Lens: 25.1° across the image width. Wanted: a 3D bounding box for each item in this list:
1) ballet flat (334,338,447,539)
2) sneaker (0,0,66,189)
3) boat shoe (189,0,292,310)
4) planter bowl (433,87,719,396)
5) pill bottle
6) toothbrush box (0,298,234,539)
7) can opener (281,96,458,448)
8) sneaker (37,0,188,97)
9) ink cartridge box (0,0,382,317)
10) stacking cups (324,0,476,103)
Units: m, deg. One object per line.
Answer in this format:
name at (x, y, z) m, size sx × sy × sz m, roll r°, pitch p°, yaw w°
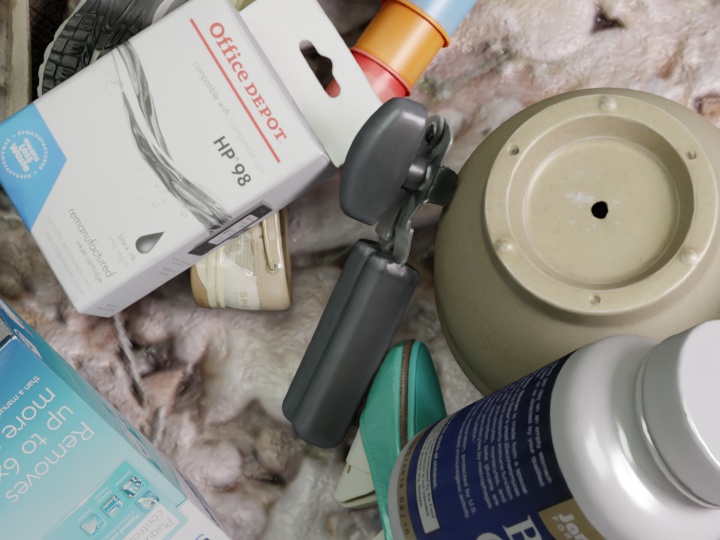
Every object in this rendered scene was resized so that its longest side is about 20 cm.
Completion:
ballet flat at (0.022, 0.136, 0.886) m, size 0.070 × 0.067 × 0.200 m, roll -20°, pitch 68°, yaw 19°
sneaker at (-0.231, -0.148, 1.011) m, size 0.076 × 0.070 × 0.200 m, roll -4°, pitch 72°, yaw 10°
boat shoe at (-0.058, -0.075, 0.961) m, size 0.065 × 0.072 × 0.200 m, roll 4°, pitch 80°, yaw 7°
planter bowl at (0.131, -0.016, 0.874) m, size 0.200 × 0.135 × 0.200 m, roll -3°, pitch 73°, yaw 10°
pill bottle at (0.112, 0.097, 0.787) m, size 0.200 × 0.111 × 0.111 m, roll -34°, pitch 63°, yaw 46°
toothbrush box at (-0.183, 0.125, 0.848) m, size 0.146 × 0.200 × 0.085 m, roll -42°, pitch 36°, yaw -5°
can opener at (0.000, 0.000, 0.901) m, size 0.066 × 0.053 × 0.200 m, roll 17°, pitch 101°, yaw -18°
sneaker at (-0.137, -0.171, 0.994) m, size 0.074 × 0.079 × 0.200 m, roll 30°, pitch 84°, yaw -8°
ink cartridge box at (-0.094, -0.075, 0.897) m, size 0.200 × 0.067 × 0.116 m, roll -33°, pitch 82°, yaw 3°
stacking cups at (0.049, -0.165, 0.977) m, size 0.060 × 0.061 × 0.200 m, roll 30°, pitch 84°, yaw 17°
